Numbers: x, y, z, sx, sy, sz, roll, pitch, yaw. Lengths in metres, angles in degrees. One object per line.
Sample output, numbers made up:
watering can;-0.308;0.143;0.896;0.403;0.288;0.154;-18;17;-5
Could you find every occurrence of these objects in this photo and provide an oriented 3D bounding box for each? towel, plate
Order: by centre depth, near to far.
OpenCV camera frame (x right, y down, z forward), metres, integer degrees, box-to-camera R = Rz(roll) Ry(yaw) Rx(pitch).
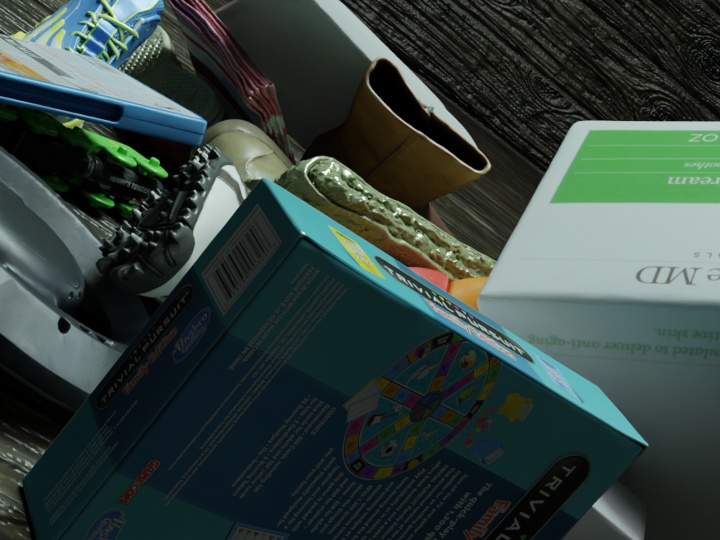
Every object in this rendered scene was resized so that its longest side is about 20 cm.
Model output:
towel;0.000;0.000;0.908;0.200;0.148;0.037;29;55;-32
plate;-0.019;-0.137;1.050;0.200;0.032;0.200;43;-21;-18
towel;-0.091;-0.114;1.069;0.144;0.023;0.200;52;-13;31

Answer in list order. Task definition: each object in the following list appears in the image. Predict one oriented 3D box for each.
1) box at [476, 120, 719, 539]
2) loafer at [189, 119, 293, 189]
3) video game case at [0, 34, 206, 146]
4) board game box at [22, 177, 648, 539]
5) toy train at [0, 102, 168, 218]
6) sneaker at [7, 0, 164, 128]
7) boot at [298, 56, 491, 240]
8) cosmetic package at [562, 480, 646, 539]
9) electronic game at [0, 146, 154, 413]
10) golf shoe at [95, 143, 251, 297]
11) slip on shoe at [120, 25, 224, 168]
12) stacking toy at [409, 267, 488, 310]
box;0.193;0.044;0.751;0.171;0.199;0.200;-57;140;-43
loafer;-0.040;-0.019;0.986;0.200;0.076;0.067;38;24;-28
video game case;-0.200;-0.111;0.767;0.200;0.018;0.143;10;15;-38
board game box;-0.005;0.075;0.563;0.200;0.151;0.047;32;14;-36
toy train;-0.187;-0.073;0.818;0.056;0.042;0.200;35;8;32
sneaker;-0.186;-0.152;0.938;0.076;0.105;0.200;37;12;-11
boot;0.051;-0.051;1.019;0.188;0.068;0.200;48;-25;-1
cosmetic package;0.027;0.096;0.684;0.200;0.113;0.081;42;13;4
electronic game;-0.160;-0.006;0.643;0.200;0.042;0.200;45;7;-7
golf shoe;-0.070;-0.008;0.715;0.095;0.078;0.200;50;8;-7
slip on shoe;-0.158;-0.133;1.083;0.200;0.074;0.061;44;-23;45
stacking toy;-0.001;0.042;0.839;0.200;0.146;0.146;21;12;2
